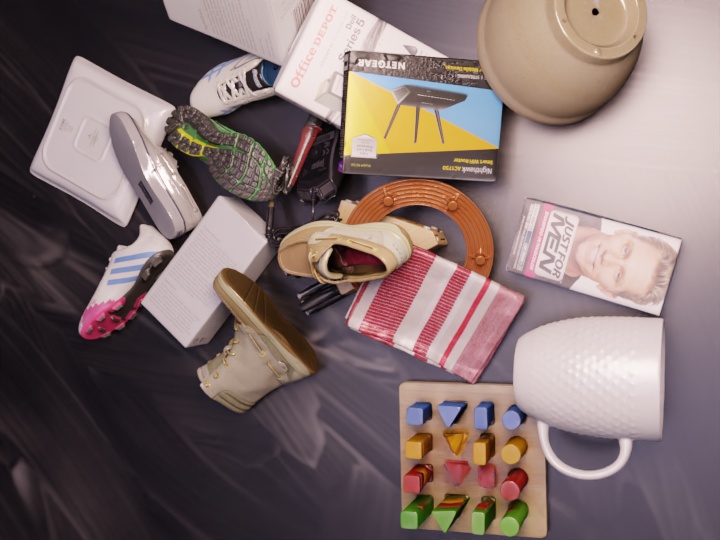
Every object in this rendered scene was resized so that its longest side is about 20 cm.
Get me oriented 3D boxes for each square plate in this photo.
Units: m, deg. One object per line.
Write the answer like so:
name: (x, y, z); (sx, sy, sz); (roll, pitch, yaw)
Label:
square plate: (-0.400, -0.198, 1.466); (0.197, 0.028, 0.201); (28, 100, 15)

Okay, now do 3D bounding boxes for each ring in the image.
ring: (0.073, -0.022, 1.252); (0.199, 0.019, 0.202); (2, 114, 4)

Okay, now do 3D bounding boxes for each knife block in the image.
knife block: (0.000, 0.000, 1.320); (0.199, 0.064, 0.177); (19, 98, 16)

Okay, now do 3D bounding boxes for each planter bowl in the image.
planter bowl: (0.253, -0.288, 1.142); (0.199, 0.135, 0.202); (2, 83, -15)

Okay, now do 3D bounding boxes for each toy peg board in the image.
toy peg board: (0.140, 0.254, 1.265); (0.198, 0.098, 0.201); (-1, 92, 18)

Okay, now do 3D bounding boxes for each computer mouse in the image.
computer mouse: (-0.071, -0.118, 1.334); (0.140, 0.046, 0.201); (-21, 57, 35)

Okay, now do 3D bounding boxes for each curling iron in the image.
curling iron: (-0.068, -0.191, 1.308); (0.025, 0.050, 0.201); (24, 78, 10)

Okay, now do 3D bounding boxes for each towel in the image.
towel: (0.095, 0.053, 1.261); (0.199, 0.023, 0.145); (24, 113, -5)

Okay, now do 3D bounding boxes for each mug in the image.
mug: (0.280, 0.155, 1.183); (0.174, 0.148, 0.202); (1, 81, 20)

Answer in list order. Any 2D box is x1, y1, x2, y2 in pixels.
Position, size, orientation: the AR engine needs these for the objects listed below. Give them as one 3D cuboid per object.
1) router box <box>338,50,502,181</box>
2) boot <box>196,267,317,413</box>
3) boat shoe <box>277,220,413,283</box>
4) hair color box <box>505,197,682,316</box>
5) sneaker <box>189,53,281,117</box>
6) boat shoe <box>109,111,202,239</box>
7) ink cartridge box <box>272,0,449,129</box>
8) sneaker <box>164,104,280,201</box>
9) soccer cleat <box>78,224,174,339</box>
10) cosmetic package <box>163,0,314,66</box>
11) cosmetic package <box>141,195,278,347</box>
router box: (0.075, -0.191, 1.204); (0.198, 0.051, 0.150); (2, 99, -10)
boot: (-0.175, 0.104, 1.349); (0.154, 0.072, 0.200); (-31, 114, 20)
boat shoe: (-0.032, -0.019, 1.218); (0.199, 0.066, 0.074); (-7, 120, 35)
hair color box: (0.295, -0.020, 1.223); (0.199, 0.060, 0.101); (17, 97, 17)
sneaker: (-0.158, -0.269, 1.356); (0.199, 0.072, 0.072); (-19, 101, 18)
boat shoe: (-0.296, -0.146, 1.408); (0.201, 0.066, 0.072); (59, 143, 3)
ink cartridge box: (0.003, -0.251, 1.255); (0.199, 0.084, 0.146); (26, 96, -11)
sneaker: (-0.181, -0.165, 1.360); (0.200, 0.085, 0.078); (39, 100, 23)
soccer cleat: (-0.357, 0.017, 1.445); (0.200, 0.070, 0.086); (-44, 63, 12)
cosmetic package: (-0.153, -0.411, 1.277); (0.199, 0.165, 0.165); (25, 69, 15)
cosmetic package: (-0.212, 0.002, 1.386); (0.101, 0.071, 0.200); (43, 104, 13)
